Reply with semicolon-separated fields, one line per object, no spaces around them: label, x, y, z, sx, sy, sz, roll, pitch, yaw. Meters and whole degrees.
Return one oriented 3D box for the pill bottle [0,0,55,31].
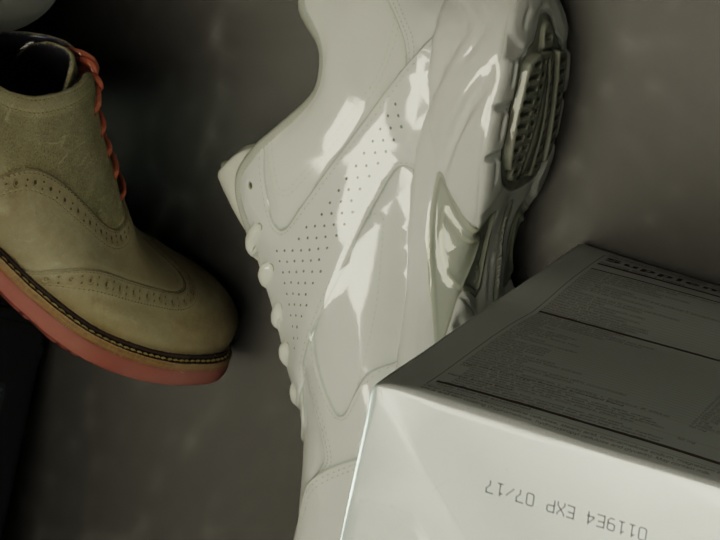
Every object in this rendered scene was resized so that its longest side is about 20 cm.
pill bottle;-0.139;-0.129;0.864;0.114;0.114;0.201;20;107;14

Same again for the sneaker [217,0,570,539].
sneaker;0.000;0.000;0.873;0.099;0.078;0.201;15;97;23

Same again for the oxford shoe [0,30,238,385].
oxford shoe;-0.091;-0.025;0.845;0.075;0.200;0.070;-53;50;3

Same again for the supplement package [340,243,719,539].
supplement package;0.075;0.074;0.786;0.113;0.200;0.110;16;105;16

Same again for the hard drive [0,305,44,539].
hard drive;-0.154;0.104;0.876;0.033;0.140;0.201;11;87;16
